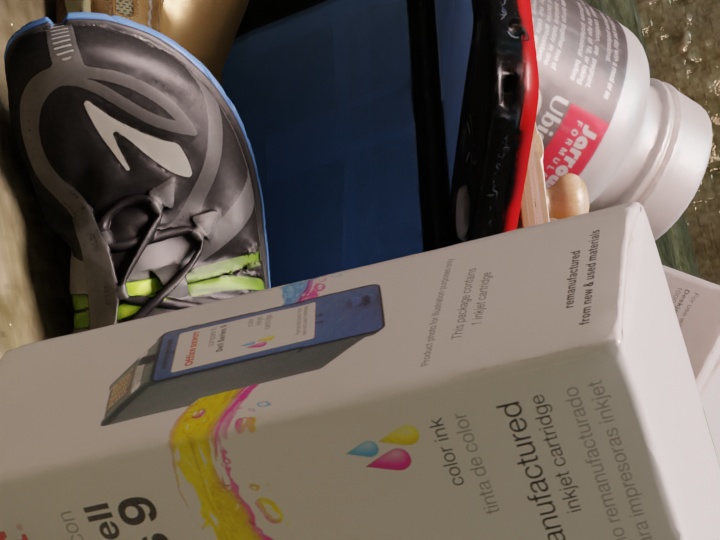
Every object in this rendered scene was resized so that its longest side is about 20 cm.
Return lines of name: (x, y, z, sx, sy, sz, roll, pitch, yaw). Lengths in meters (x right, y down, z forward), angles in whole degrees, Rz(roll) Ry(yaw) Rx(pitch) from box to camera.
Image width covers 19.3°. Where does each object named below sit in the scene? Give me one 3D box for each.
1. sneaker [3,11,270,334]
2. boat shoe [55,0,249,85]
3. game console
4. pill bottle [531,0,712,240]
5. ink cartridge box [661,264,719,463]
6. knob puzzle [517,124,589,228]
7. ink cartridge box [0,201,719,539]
sneaker: (-0.062, 0.011, 0.686, 0.083, 0.070, 0.201, -85, 160, -68)
boat shoe: (-0.066, -0.111, 0.773, 0.072, 0.076, 0.201, 50, 30, -62)
game console: (-0.008, -0.078, 0.770, 0.173, 0.118, 0.201, 95, -6, -51)
pill bottle: (0.069, -0.089, 1.023, 0.199, 0.111, 0.111, 26, 39, -22)
ink cartridge box: (0.140, 0.049, 1.112, 0.144, 0.199, 0.085, 36, 79, -44)
knob puzzle: (0.076, -0.004, 0.825, 0.220, 0.030, 0.221, -7, 90, -87)
ink cartridge box: (0.000, 0.081, 0.600, 0.088, 0.199, 0.146, -69, 143, -61)
